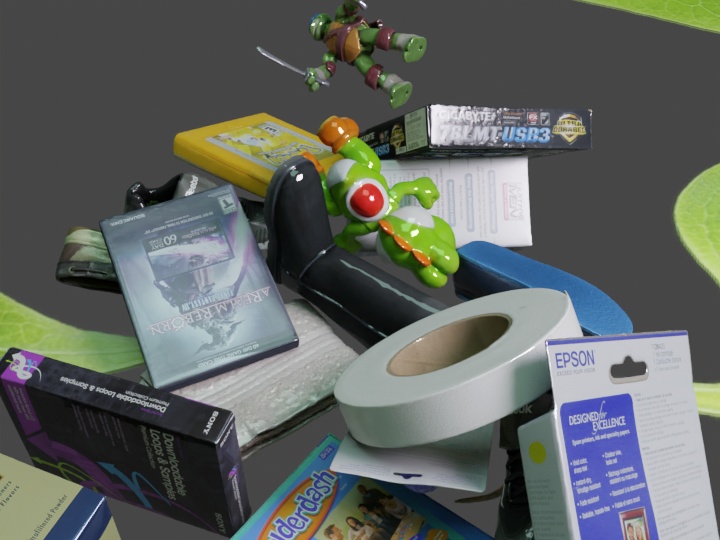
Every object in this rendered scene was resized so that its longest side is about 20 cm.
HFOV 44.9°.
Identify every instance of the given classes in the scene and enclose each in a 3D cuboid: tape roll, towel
[{"bbox_3d":[0.076,0.072,0.687,0.201,0.037,0.203,-22,10,4],"label":"tape roll"},{"bbox_3d":[-0.100,0.104,0.830,0.199,0.035,0.132,-27,50,-26],"label":"towel"}]

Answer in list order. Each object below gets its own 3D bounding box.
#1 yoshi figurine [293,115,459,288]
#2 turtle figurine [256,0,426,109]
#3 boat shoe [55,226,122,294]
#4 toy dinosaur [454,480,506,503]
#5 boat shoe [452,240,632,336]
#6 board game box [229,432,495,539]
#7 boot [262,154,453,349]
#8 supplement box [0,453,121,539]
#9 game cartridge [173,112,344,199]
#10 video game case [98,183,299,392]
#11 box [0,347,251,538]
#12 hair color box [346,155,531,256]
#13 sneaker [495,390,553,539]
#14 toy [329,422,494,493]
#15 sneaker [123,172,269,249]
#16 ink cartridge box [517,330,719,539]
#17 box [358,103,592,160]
[{"bbox_3d":[0.024,-0.059,0.893,0.200,0.113,0.112,46,52,13],"label":"yoshi figurine"},{"bbox_3d":[-0.023,-0.307,1.190,0.193,0.200,0.145,30,85,23],"label":"turtle figurine"},{"bbox_3d":[-0.218,0.015,0.906,0.198,0.073,0.065,17,72,6],"label":"boat shoe"},{"bbox_3d":[0.159,0.148,0.777,0.105,0.061,0.201,2,39,21],"label":"toy dinosaur"},{"bbox_3d":[0.181,0.036,0.879,0.084,0.069,0.199,-21,41,-38],"label":"boat shoe"},{"bbox_3d":[0.007,0.236,0.679,0.199,0.045,0.152,28,49,26],"label":"board game box"},{"bbox_3d":[0.000,0.001,0.825,0.199,0.166,0.066,36,57,23],"label":"boot"},{"bbox_3d":[-0.266,0.225,0.580,0.198,0.201,0.135,16,45,17],"label":"supplement box"},{"bbox_3d":[-0.092,-0.132,1.042,0.199,0.033,0.176,24,29,24],"label":"game cartridge"},{"bbox_3d":[-0.161,0.011,0.856,0.142,0.019,0.201,-18,60,-16],"label":"video game case"},{"bbox_3d":[-0.189,0.143,0.709,0.198,0.144,0.036,12,46,14],"label":"box"},{"bbox_3d":[0.083,-0.069,0.959,0.198,0.061,0.100,-2,86,-1],"label":"hair color box"},{"bbox_3d":[0.135,0.139,0.666,0.066,0.091,0.201,-19,28,48],"label":"sneaker"},{"bbox_3d":[0.052,0.144,0.724,0.114,0.048,0.200,5,17,11],"label":"toy"},{"bbox_3d":[-0.171,-0.066,0.968,0.198,0.091,0.067,-1,44,-1],"label":"sneaker"},{"bbox_3d":[0.191,0.149,0.631,0.196,0.047,0.202,2,76,-43],"label":"ink cartridge box"},{"bbox_3d":[0.121,-0.147,0.978,0.198,0.050,0.198,-3,3,-21],"label":"box"}]
